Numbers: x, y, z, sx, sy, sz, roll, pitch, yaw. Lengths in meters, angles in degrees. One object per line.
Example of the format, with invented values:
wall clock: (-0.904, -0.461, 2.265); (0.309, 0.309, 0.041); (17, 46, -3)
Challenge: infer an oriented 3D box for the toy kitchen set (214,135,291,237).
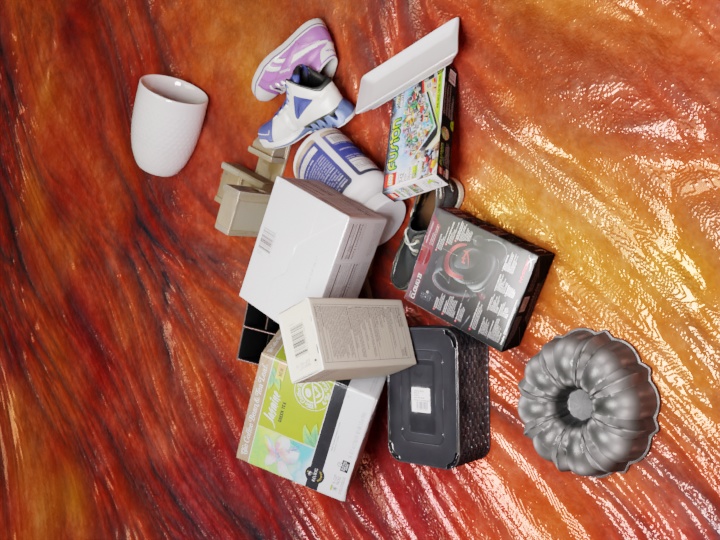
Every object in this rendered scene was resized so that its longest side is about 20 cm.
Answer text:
toy kitchen set: (-0.222, -0.177, 1.426); (0.198, 0.178, 0.167); (28, 106, 33)

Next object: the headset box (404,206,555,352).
headset box: (0.164, 0.004, 1.135); (0.197, 0.074, 0.152); (27, 107, 29)

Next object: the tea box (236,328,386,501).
tea box: (-0.074, 0.221, 1.233); (0.192, 0.134, 0.205); (19, 113, 7)

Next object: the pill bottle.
pill bottle: (-0.018, -0.139, 1.287); (0.200, 0.114, 0.117); (48, 118, 32)

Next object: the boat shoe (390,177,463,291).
boat shoe: (0.091, -0.059, 1.224); (0.072, 0.067, 0.203); (39, 116, 32)

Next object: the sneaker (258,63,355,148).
sneaker: (-0.109, -0.300, 1.363); (0.196, 0.081, 0.117); (-12, 121, 35)

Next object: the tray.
tray: (0.078, -0.321, 1.229); (0.197, 0.022, 0.109); (-25, 37, 31)

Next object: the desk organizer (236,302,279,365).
desk organizer: (-0.168, 0.082, 1.443); (0.071, 0.076, 0.206); (20, 103, 39)

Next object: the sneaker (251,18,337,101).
sneaker: (-0.121, -0.353, 1.413); (0.199, 0.072, 0.116); (-37, 69, 35)

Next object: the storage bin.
storage bin: (0.118, 0.189, 1.178); (0.133, 0.093, 0.206); (-2, 87, 41)

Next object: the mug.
mug: (-0.416, -0.312, 1.640); (0.201, 0.144, 0.179); (-111, 37, -56)

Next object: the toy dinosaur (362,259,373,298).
toy dinosaur: (0.000, 0.000, 1.293); (0.059, 0.106, 0.204); (-22, 82, -2)

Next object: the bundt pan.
bundt pan: (0.294, 0.182, 1.035); (0.198, 0.075, 0.208); (0, 90, 42)

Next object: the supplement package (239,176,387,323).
supplement package: (-0.075, -0.020, 1.194); (0.154, 0.110, 0.204); (30, 108, 29)

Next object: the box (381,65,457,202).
box: (0.093, -0.215, 1.197); (0.108, 0.034, 0.205); (-14, 59, 40)

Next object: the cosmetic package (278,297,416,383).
cosmetic package: (-0.016, 0.099, 1.107); (0.072, 0.197, 0.106); (-27, 68, 38)
